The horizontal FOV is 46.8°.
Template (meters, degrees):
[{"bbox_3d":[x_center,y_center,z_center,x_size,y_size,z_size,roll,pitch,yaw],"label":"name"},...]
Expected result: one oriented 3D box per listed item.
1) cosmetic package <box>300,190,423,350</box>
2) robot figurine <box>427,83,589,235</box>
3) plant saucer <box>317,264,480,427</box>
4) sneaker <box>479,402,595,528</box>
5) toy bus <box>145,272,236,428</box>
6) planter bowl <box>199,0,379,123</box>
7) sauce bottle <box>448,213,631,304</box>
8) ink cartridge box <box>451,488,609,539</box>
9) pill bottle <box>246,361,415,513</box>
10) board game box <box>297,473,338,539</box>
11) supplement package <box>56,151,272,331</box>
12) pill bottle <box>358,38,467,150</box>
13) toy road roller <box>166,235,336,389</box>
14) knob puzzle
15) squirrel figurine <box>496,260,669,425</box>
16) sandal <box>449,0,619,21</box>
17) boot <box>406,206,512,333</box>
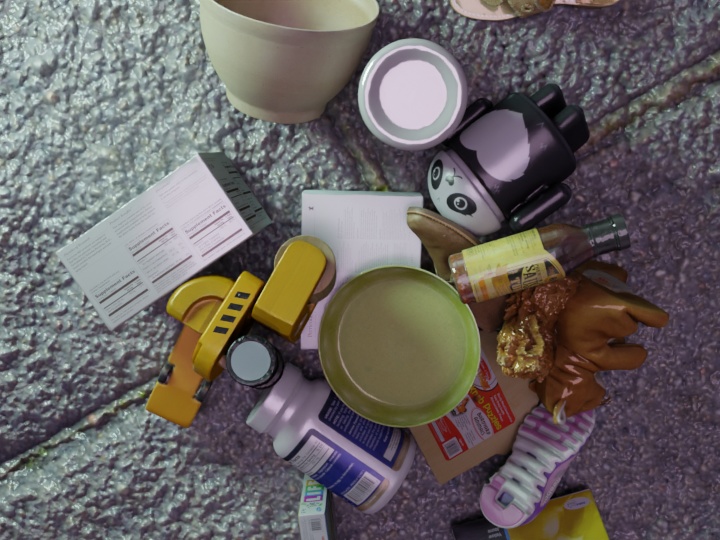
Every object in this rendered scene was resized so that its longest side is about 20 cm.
[{"bbox_3d":[0.000,0.000,1.056,0.150,0.052,0.200,1,100,-2],"label":"cosmetic package"},{"bbox_3d":[0.174,-0.131,0.993,0.200,0.150,0.125,-38,111,6],"label":"robot figurine"},{"bbox_3d":[0.048,0.091,1.017,0.200,0.031,0.200,2,98,12],"label":"plant saucer"},{"bbox_3d":[0.237,0.256,1.095,0.080,0.088,0.200,32,78,37],"label":"sneaker"},{"bbox_3d":[-0.202,0.099,1.059,0.065,0.078,0.200,26,99,-6],"label":"toy bus"},{"bbox_3d":[-0.090,-0.254,0.952,0.200,0.200,0.135,12,127,-2],"label":"planter bowl"},{"bbox_3d":[0.202,-0.017,0.943,0.200,0.066,0.066,-18,100,10],"label":"sauce bottle"},{"bbox_3d":[0.234,0.400,1.065,0.197,0.200,0.047,-16,135,2],"label":"ink cartridge box"},{"bbox_3d":[-0.039,0.210,1.062,0.200,0.116,0.116,36,99,-6],"label":"pill bottle"},{"bbox_3d":[-0.048,0.378,1.084,0.034,0.134,0.200,-7,100,1],"label":"board game box"},{"bbox_3d":[-0.226,-0.041,0.993,0.200,0.156,0.111,-33,96,6],"label":"supplement package"},{"bbox_3d":[0.054,-0.196,0.944,0.114,0.200,0.115,0,100,0],"label":"pill bottle"},{"bbox_3d":[-0.129,0.036,0.959,0.146,0.123,0.200,30,81,4],"label":"toy road roller"},{"bbox_3d":[0.150,0.158,1.093,0.219,0.030,0.220,-3,105,-13],"label":"knob puzzle"},{"bbox_3d":[0.246,0.090,1.023,0.200,0.142,0.187,11,113,-20],"label":"squirrel figurine"},{"bbox_3d":[0.214,-0.340,0.983,0.211,0.070,0.078,-2,100,0],"label":"sandal"},{"bbox_3d":[0.118,0.002,1.011,0.200,0.074,0.076,43,76,-25],"label":"boot"}]
